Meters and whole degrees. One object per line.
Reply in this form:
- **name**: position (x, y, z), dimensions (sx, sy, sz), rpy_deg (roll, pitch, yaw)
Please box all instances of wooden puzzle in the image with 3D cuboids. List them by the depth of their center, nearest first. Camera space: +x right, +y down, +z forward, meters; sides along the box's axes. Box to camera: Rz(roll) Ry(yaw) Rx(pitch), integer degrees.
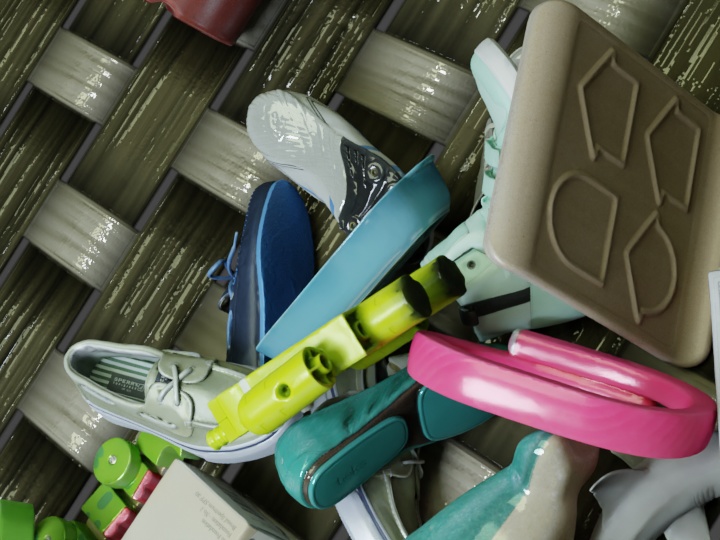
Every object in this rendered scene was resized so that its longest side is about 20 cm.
- **wooden puzzle**: position (0.163, -0.053, 1.127), dimensions (0.046, 0.199, 0.187), rpy_deg (-11, 60, 50)

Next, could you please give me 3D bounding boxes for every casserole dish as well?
- **casserole dish**: position (0.000, 0.000, 1.246), dimensions (0.039, 0.121, 0.200), rpy_deg (42, 115, 4)

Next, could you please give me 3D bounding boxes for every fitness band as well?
- **fitness band**: position (0.127, 0.073, 1.087), dimensions (0.198, 0.143, 0.038), rpy_deg (16, 98, 19)

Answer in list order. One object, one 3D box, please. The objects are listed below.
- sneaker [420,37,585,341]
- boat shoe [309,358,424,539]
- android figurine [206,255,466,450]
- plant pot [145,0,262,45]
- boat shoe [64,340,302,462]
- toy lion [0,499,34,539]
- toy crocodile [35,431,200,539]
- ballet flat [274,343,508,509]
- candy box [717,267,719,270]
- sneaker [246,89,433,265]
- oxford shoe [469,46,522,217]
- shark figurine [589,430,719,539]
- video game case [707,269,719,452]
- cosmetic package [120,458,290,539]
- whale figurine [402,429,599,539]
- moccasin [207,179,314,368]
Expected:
- **sneaker**: position (0.085, -0.049, 1.169), dimensions (0.117, 0.074, 0.202), rpy_deg (-20, 97, 7)
- **boat shoe**: position (0.012, 0.135, 1.220), dimensions (0.062, 0.072, 0.201), rpy_deg (-33, 51, 13)
- **android figurine**: position (-0.023, 0.060, 1.139), dimensions (0.199, 0.182, 0.041), rpy_deg (-36, 86, 26)
- **plant pot**: position (-0.130, -0.315, 1.484), dimensions (0.200, 0.200, 0.196), rpy_deg (35, 98, 42)
- **boat shoe**: position (-0.137, 0.094, 1.269), dimensions (0.198, 0.062, 0.073), rpy_deg (5, 68, 32)
- **toy lion**: position (-0.283, 0.260, 1.315), dimensions (0.192, 0.068, 0.202), rpy_deg (-109, 33, -63)
- **toy crocodile**: position (-0.194, 0.196, 1.342), dimensions (0.200, 0.067, 0.062), rpy_deg (-51, 48, 3)
- **ballet flat**: position (0.024, 0.092, 1.183), dimensions (0.199, 0.068, 0.070), rpy_deg (-28, 43, -24)
- **candy box**: position (0.314, 0.044, 1.071), dimensions (0.102, 0.026, 0.201), rpy_deg (-38, 50, 15)
- **sneaker**: position (-0.008, -0.076, 1.350), dimensions (0.200, 0.072, 0.072), rpy_deg (43, 111, 27)
- **oxford shoe**: position (0.117, -0.082, 1.262), dimensions (0.075, 0.058, 0.202), rpy_deg (-6, 63, 36)
- **shark figurine**: position (0.165, 0.172, 1.079), dimensions (0.128, 0.089, 0.216), rpy_deg (24, 81, 43)
- **video game case**: position (0.301, 0.078, 1.018), dimensions (0.180, 0.036, 0.202), rpy_deg (-13, 59, 25)
- **cosmetic package**: position (-0.145, 0.255, 1.273), dimensions (0.103, 0.073, 0.201), rpy_deg (32, 87, 43)
- **whale figurine**: position (0.077, 0.177, 1.090), dimensions (0.103, 0.159, 0.201), rpy_deg (31, 105, 27)
- **moccasin**: position (-0.086, 0.024, 1.342), dimensions (0.068, 0.080, 0.202), rpy_deg (-13, 59, 36)
